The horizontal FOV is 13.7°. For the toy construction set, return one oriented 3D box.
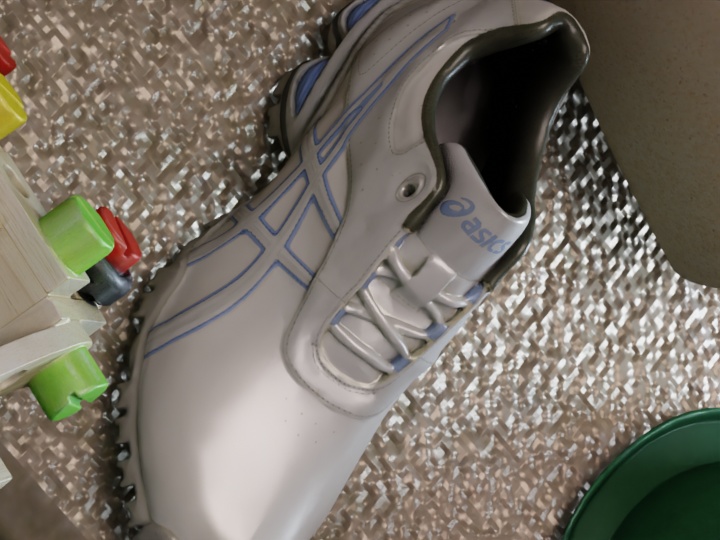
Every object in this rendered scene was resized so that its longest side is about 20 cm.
[{"bbox_3d":[-0.121,-0.023,0.745,0.131,0.092,0.200,13,57,-78],"label":"toy construction set"}]

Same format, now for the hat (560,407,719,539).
[{"bbox_3d":[0.165,0.113,0.893,0.200,0.176,0.166,38,64,-25],"label":"hat"}]

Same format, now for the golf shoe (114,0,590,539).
[{"bbox_3d":[0.000,0.000,0.846,0.078,0.097,0.200,34,67,-28],"label":"golf shoe"}]

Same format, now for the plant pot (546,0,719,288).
[{"bbox_3d":[0.129,-0.101,0.916,0.187,0.187,0.200,-18,107,-35],"label":"plant pot"}]
